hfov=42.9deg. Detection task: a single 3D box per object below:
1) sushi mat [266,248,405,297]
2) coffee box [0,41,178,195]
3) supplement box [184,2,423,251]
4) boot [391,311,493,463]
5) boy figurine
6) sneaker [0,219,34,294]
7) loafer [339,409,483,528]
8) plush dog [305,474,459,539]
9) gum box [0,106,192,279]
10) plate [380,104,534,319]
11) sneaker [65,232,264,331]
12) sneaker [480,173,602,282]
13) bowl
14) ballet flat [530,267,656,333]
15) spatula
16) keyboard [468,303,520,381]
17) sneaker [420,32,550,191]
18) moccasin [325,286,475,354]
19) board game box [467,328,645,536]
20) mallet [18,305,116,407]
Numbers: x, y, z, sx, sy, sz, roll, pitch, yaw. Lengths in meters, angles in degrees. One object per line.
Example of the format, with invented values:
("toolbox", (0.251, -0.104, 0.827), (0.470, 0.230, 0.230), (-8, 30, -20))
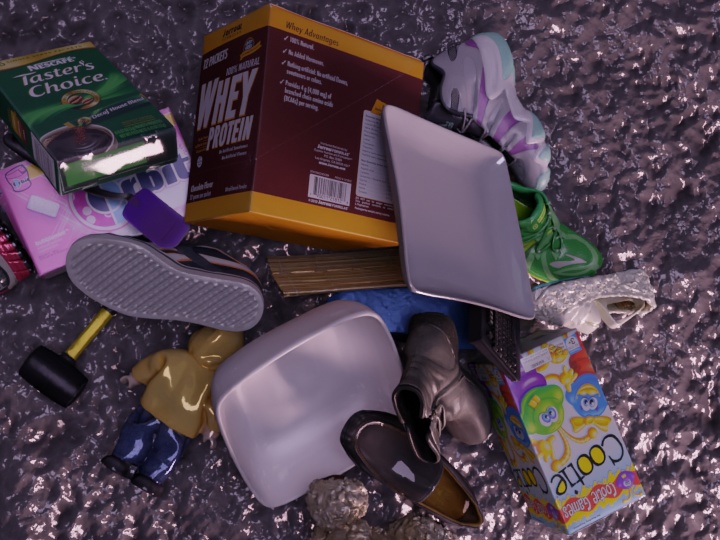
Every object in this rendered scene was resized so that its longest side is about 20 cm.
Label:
("sushi mat", (0.000, 0.000, 1.010), (0.199, 0.096, 0.012), (-4, 117, -14))
("coffee box", (-0.280, -0.156, 0.904), (0.123, 0.044, 0.200), (-21, 47, -28))
("supplement box", (-0.057, -0.136, 0.950), (0.197, 0.133, 0.201), (10, 82, -37))
("boot", (0.081, 0.153, 0.967), (0.200, 0.068, 0.131), (63, 32, -36))
("boy figurine", (-0.192, 0.131, 0.963), (0.124, 0.064, 0.200), (27, 76, 9))
("sneaker", (-0.417, -0.060, 0.918), (0.075, 0.081, 0.200), (-37, 95, -12))
("loafer", (0.062, 0.213, 0.978), (0.200, 0.072, 0.073), (37, 84, -31))
("plush dog", (0.019, 0.324, 0.934), (0.200, 0.172, 0.161), (33, 88, -25))
("gum box", (-0.271, -0.078, 0.960), (0.200, 0.066, 0.114), (-24, 92, -14))
("plate", (0.095, -0.053, 0.936), (0.199, 0.032, 0.201), (13, 62, -43))
("sneaker", (-0.197, 0.008, 0.939), (0.200, 0.079, 0.079), (19, 106, -12))
("sneaker", (0.197, -0.046, 1.062), (0.200, 0.084, 0.074), (30, 79, -10))
("bowl", (-0.056, 0.128, 0.958), (0.200, 0.075, 0.200), (-28, 131, -14))
("ballet flat", (0.271, 0.037, 1.051), (0.200, 0.072, 0.072), (-9, 87, -33))
("spatula", (-0.264, -0.083, 0.909), (0.200, 0.021, 0.057), (28, 39, -4))
("keyboard", (0.135, 0.022, 0.997), (0.127, 0.200, 0.021), (42, 119, -18))
("sneaker", (0.128, -0.168, 1.066), (0.140, 0.078, 0.200), (-20, 81, -13))
("moccasin", (0.058, 0.044, 1.030), (0.199, 0.068, 0.081), (12, 84, -9))
("board game box", (0.218, 0.178, 1.037), (0.103, 0.105, 0.200), (-23, 90, -14))
("mallet", (-0.265, 0.057, 0.969), (0.066, 0.041, 0.200), (46, 73, -5))
